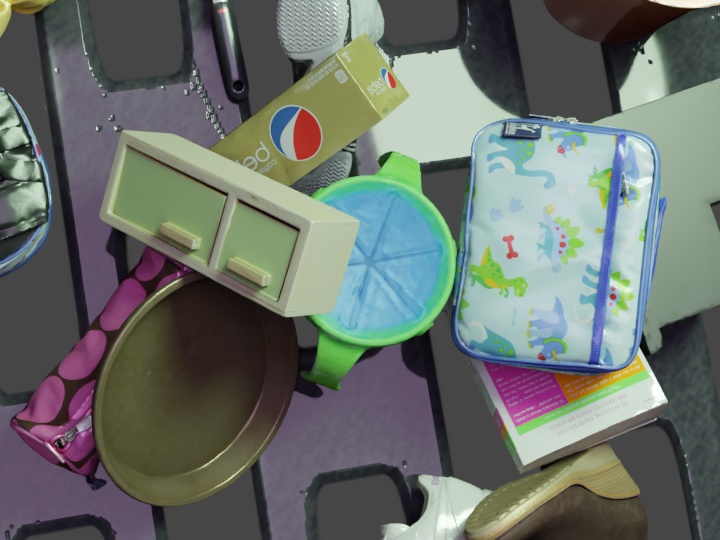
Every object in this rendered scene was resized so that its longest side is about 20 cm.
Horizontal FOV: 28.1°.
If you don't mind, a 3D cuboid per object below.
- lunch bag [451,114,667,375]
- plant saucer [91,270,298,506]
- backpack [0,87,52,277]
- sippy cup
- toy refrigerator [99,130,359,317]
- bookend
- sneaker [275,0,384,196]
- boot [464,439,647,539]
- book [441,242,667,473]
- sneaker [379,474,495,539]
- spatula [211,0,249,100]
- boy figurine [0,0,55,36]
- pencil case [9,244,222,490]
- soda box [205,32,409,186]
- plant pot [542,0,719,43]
[{"bbox_3d":[0.159,-0.020,1.151,0.160,0.082,0.201,9,89,8],"label":"lunch bag"},{"bbox_3d":[-0.133,0.090,1.147,0.199,0.029,0.201,-20,121,-38],"label":"plant saucer"},{"bbox_3d":[-0.338,-0.059,1.129,0.189,0.154,0.201,-16,93,-4],"label":"backpack"},{"bbox_3d":[0.000,0.000,1.181,0.177,0.130,0.140,-34,89,-11],"label":"sippy cup"},{"bbox_3d":[-0.105,-0.039,1.098,0.199,0.070,0.076,26,106,30],"label":"toy refrigerator"},{"bbox_3d":[0.286,-0.050,1.249,0.199,0.092,0.200,-20,86,-11],"label":"bookend"},{"bbox_3d":[-0.023,-0.165,1.224,0.075,0.115,0.201,9,119,17],"label":"sneaker"},{"bbox_3d":[0.178,0.241,1.172,0.199,0.072,0.167,-20,89,-45],"label":"boot"},{"bbox_3d":[0.151,0.054,1.214,0.133,0.048,0.201,-20,68,-9],"label":"book"},{"bbox_3d":[0.049,0.265,1.191,0.099,0.075,0.201,22,72,2],"label":"sneaker"},{"bbox_3d":[-0.126,-0.245,1.250,0.056,0.021,0.201,-11,85,-11],"label":"spatula"},{"bbox_3d":[-0.337,-0.230,1.196,0.198,0.064,0.125,-5,81,-6],"label":"boy figurine"},{"bbox_3d":[-0.191,0.071,1.162,0.091,0.094,0.201,35,78,-2],"label":"pencil case"},{"bbox_3d":[-0.061,-0.105,1.158,0.200,0.068,0.064,-34,97,31],"label":"soda box"},{"bbox_3d":[0.239,-0.290,1.222,0.199,0.195,0.202,1,82,-8],"label":"plant pot"}]
